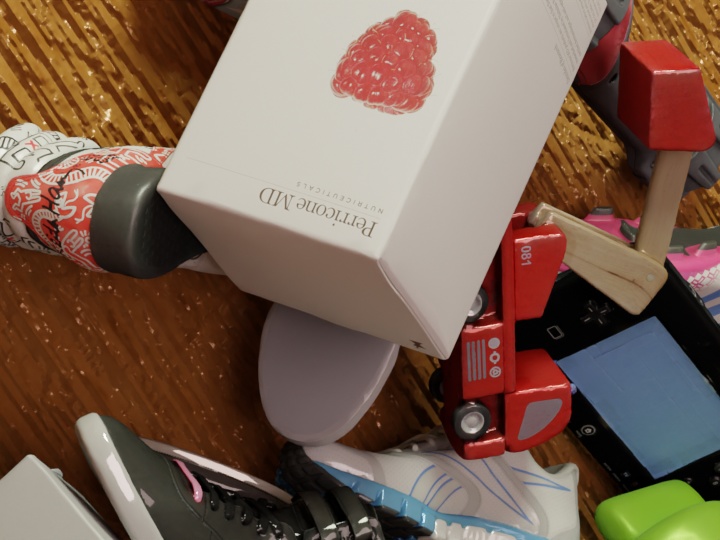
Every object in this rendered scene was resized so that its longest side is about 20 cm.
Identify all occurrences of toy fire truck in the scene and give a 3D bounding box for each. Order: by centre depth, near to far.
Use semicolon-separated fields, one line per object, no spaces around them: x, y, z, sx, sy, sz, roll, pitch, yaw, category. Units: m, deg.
0.104;-0.007;1.153;0.140;0.049;0.202;-9;115;-12;toy fire truck

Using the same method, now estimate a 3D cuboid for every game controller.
0.160;0.065;1.255;0.104;0.042;0.200;-32;124;15;game controller

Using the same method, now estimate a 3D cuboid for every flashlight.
0.145;-0.112;1.236;0.200;0.067;0.068;36;38;-51;flashlight

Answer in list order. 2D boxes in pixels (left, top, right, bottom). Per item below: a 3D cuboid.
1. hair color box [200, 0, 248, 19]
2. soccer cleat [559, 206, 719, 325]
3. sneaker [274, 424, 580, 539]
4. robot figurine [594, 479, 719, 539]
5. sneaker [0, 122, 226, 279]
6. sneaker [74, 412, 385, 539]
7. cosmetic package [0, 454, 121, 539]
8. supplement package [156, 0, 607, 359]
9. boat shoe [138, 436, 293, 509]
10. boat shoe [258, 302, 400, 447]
-0.008;-0.165;1.183;0.199;0.060;0.100;23;78;-28;hair color box
0.182;0.012;1.294;0.198;0.070;0.087;-3;117;-22;soccer cleat
0.040;0.109;1.215;0.199;0.075;0.087;22;69;-35;sneaker
0.198;0.206;1.230;0.115;0.200;0.176;-8;135;-39;robot figurine
-0.106;-0.037;1.120;0.201;0.107;0.068;-7;110;-65;sneaker
-0.051;0.117;1.078;0.099;0.071;0.201;-36;121;-1;sneaker
-0.107;0.188;1.037;0.090;0.107;0.200;-44;71;-7;cosmetic package
0.015;-0.083;1.066;0.201;0.120;0.120;-65;155;-15;supplement package
-0.048;0.145;1.156;0.199;0.067;0.057;31;70;-31;boat shoe
0.000;0.000;1.180;0.066;0.071;0.202;59;39;-65;boat shoe
